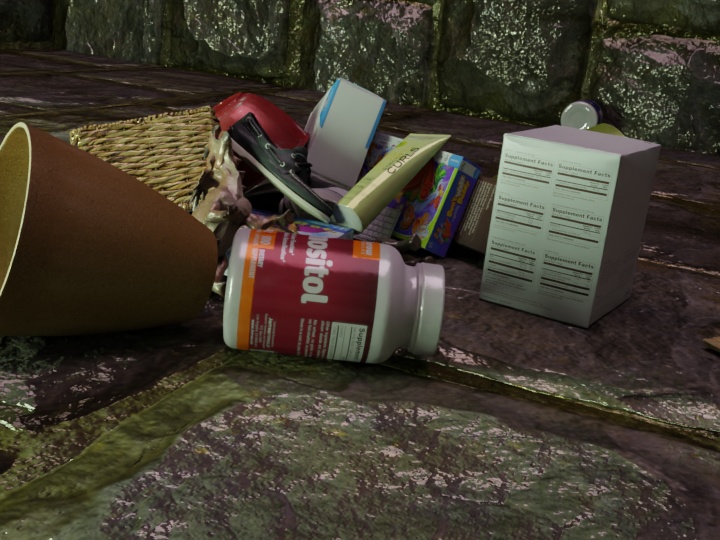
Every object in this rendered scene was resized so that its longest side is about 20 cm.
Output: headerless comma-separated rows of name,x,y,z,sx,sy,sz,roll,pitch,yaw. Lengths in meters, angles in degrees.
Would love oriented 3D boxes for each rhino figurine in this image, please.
rhino figurine,0.000,0.000,1.135,0.087,0.061,0.199,-6,7,34

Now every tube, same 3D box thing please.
tube,0.039,-0.129,1.348,0.058,0.052,0.200,38,59,10

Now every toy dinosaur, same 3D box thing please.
toy dinosaur,-0.168,-0.049,1.109,0.135,0.201,0.086,24,-13,46

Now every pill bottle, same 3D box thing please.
pill bottle,-0.025,0.026,0.933,0.197,0.115,0.113,6,15,-4
pill bottle,0.676,-0.462,3.020,0.110,0.113,0.200,12,16,17

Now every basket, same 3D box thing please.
basket,-0.264,-0.102,1.287,0.198,0.150,0.143,-13,-23,-17

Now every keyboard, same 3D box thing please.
keyboard,-0.032,-0.083,1.437,0.198,0.057,0.011,18,-6,34

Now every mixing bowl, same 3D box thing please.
mixing bowl,-0.183,-0.188,1.452,0.199,0.109,0.201,-29,19,11

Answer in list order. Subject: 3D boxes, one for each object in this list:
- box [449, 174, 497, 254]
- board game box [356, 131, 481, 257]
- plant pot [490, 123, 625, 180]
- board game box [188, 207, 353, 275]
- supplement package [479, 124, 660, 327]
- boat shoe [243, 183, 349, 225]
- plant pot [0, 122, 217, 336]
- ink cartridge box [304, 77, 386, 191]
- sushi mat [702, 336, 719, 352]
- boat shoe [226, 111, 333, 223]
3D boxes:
box,0.160,-0.081,1.403,0.074,0.101,0.199,20,4,-40
board game box,0.067,-0.113,1.425,0.045,0.136,0.199,22,1,-42
plant pot,0.292,-0.108,1.498,0.197,0.190,0.187,-13,20,-13
board game box,-0.132,-0.035,1.241,0.197,0.042,0.199,12,16,16
supplement package,0.257,-0.062,1.217,0.146,0.203,0.191,15,17,27
boat shoe,-0.089,-0.085,1.391,0.198,0.073,0.065,16,22,32
plant pot,-0.240,-0.019,0.920,0.198,0.189,0.186,13,10,-32
ink cartridge box,-0.043,-0.190,1.513,0.085,0.148,0.200,22,-7,-10
sushi mat,0.464,0.107,1.054,0.094,0.012,0.200,-2,17,-24
boat shoe,-0.099,-0.142,1.320,0.199,0.066,0.074,40,-2,26
